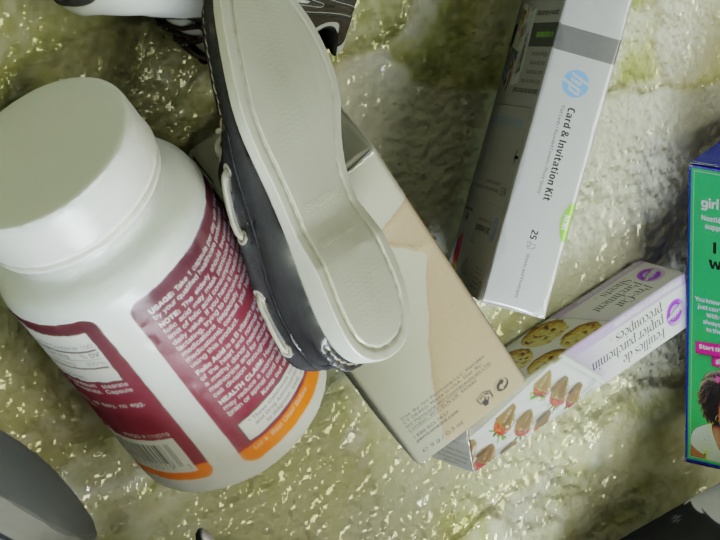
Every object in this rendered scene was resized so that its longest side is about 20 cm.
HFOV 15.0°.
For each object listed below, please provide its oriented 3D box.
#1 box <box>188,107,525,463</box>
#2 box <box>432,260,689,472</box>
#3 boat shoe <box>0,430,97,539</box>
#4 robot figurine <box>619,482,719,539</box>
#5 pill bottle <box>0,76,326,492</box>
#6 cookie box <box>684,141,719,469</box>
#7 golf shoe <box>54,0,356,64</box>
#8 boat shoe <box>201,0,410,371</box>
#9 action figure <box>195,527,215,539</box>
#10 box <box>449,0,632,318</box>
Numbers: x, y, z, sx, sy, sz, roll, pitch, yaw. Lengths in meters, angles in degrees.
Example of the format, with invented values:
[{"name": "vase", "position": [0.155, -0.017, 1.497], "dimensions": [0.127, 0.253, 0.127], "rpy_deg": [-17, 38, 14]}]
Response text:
[{"name": "box", "position": [0.000, 0.000, 1.440], "dimensions": [0.078, 0.095, 0.200], "rpy_deg": [-37, 133, -3]}, {"name": "box", "position": [0.118, 0.055, 1.634], "dimensions": [0.200, 0.041, 0.039], "rpy_deg": [-31, 123, -34]}, {"name": "boat shoe", "position": [-0.207, 0.110, 1.312], "dimensions": [0.065, 0.074, 0.200], "rpy_deg": [-43, 143, 14]}, {"name": "robot figurine", "position": [0.221, 0.206, 1.699], "dimensions": [0.200, 0.125, 0.150], "rpy_deg": [-29, 136, -10]}, {"name": "pill bottle", "position": [-0.107, 0.007, 1.335], "dimensions": [0.114, 0.114, 0.200], "rpy_deg": [-52, 134, -20]}, {"name": "cookie box", "position": [0.270, 0.006, 1.719], "dimensions": [0.171, 0.075, 0.201], "rpy_deg": [-32, 126, -52]}, {"name": "golf shoe", "position": [-0.069, -0.132, 1.356], "dimensions": [0.200, 0.078, 0.095], "rpy_deg": [-15, 113, -41]}, {"name": "boat shoe", "position": [-0.038, -0.046, 1.309], "dimensions": [0.074, 0.060, 0.200], "rpy_deg": [-30, 100, -46]}, {"name": "action figure", "position": [-0.117, 0.174, 1.344], "dimensions": [0.200, 0.193, 0.105], "rpy_deg": [29, 54, -13]}, {"name": "box", "position": [0.098, -0.080, 1.495], "dimensions": [0.041, 0.156, 0.200], "rpy_deg": [16, 92, -6]}]
